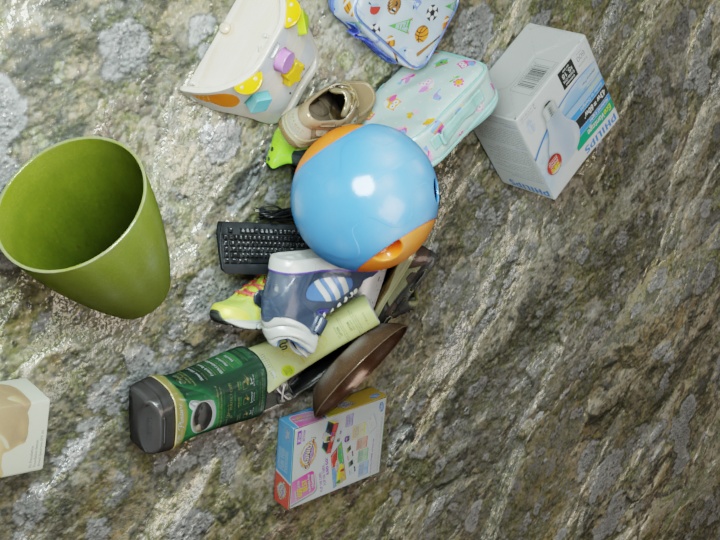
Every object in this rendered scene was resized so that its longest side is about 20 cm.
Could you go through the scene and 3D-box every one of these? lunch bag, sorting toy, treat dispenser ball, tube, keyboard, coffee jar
[{"bbox_3d":[0.096,-0.230,1.657,0.200,0.160,0.077,-47,134,-18],"label":"lunch bag"},{"bbox_3d":[-0.115,-0.275,1.497,0.200,0.107,0.180,-61,156,-2],"label":"sorting toy"},{"bbox_3d":[0.006,-0.098,1.523,0.201,0.201,0.201,-21,123,-36],"label":"treat dispenser ball"},{"bbox_3d":[-0.068,0.105,1.683,0.200,0.058,0.052,-28,154,2],"label":"tube"},{"bbox_3d":[-0.115,-0.047,1.596,0.200,0.040,0.104,0,76,-45],"label":"keyboard"},{"bbox_3d":[0.045,-0.383,1.598,0.200,0.076,0.160,31,90,-48],"label":"lunch bag"},{"bbox_3d":[-0.232,0.182,1.595,0.200,0.085,0.104,-17,124,-39],"label":"coffee jar"}]

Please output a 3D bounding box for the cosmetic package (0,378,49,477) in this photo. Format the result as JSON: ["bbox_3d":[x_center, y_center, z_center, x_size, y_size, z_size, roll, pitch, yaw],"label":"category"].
[{"bbox_3d":[-0.486,0.201,1.367,0.200,0.071,0.105,-7,115,-42],"label":"cosmetic package"}]

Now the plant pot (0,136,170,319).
[{"bbox_3d":[-0.310,-0.029,1.370,0.187,0.187,0.200,-49,150,-15],"label":"plant pot"}]

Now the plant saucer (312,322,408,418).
[{"bbox_3d":[-0.009,0.145,1.742,0.200,0.037,0.200,-43,169,-10],"label":"plant saucer"}]

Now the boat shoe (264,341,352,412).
[{"bbox_3d":[-0.096,0.156,1.734,0.200,0.057,0.067,-40,132,-24],"label":"boat shoe"}]

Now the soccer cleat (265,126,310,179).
[{"bbox_3d":[-0.052,-0.153,1.628,0.200,0.068,0.081,19,105,-41],"label":"soccer cleat"}]

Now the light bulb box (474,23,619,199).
[{"bbox_3d":[0.299,-0.262,1.865,0.198,0.125,0.200,-51,135,-13],"label":"light bulb box"}]

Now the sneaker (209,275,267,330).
[{"bbox_3d":[-0.137,0.030,1.630,0.200,0.078,0.090,-14,111,-46],"label":"sneaker"}]

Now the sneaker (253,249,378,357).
[{"bbox_3d":[-0.060,0.048,1.605,0.200,0.081,0.147,-3,104,-45],"label":"sneaker"}]

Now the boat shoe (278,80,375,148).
[{"bbox_3d":[-0.030,-0.225,1.568,0.071,0.064,0.200,55,41,-3],"label":"boat shoe"}]

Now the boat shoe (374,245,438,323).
[{"bbox_3d":[0.061,0.040,1.765,0.073,0.065,0.200,-69,-177,-49],"label":"boat shoe"}]

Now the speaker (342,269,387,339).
[{"bbox_3d":[0.000,0.000,1.734,0.081,0.081,0.200,9,103,-46],"label":"speaker"}]

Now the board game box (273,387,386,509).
[{"bbox_3d":[-0.048,0.290,1.858,0.200,0.040,0.153,-13,118,-40],"label":"board game box"}]
